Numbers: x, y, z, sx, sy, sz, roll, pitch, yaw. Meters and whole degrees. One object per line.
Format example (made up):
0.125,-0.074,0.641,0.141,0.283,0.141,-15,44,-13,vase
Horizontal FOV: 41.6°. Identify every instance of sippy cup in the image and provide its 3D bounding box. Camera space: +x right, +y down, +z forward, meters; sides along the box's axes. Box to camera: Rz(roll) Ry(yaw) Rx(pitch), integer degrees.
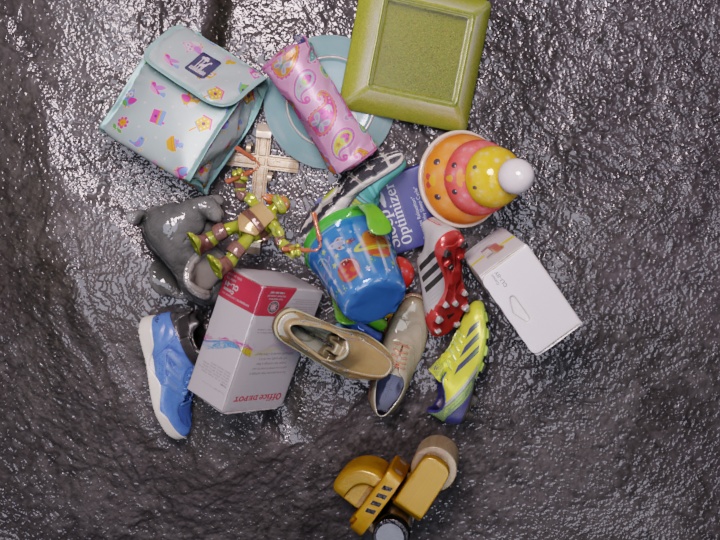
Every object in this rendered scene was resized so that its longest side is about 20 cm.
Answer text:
0.000,0.000,1.360,0.139,0.131,0.178,-27,142,4,sippy cup

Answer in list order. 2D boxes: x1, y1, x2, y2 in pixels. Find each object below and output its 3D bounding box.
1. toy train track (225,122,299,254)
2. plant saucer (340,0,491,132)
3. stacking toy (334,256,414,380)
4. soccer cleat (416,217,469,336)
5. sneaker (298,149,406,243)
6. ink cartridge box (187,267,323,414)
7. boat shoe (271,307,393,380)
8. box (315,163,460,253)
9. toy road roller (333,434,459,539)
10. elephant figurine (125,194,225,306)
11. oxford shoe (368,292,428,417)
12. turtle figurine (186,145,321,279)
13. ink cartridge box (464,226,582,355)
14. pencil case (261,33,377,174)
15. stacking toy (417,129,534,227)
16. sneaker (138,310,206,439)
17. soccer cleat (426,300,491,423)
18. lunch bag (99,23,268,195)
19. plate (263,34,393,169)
-0.156,-0.123,1.445,0.114,0.033,0.201,6,99,-1,toy train track
0.085,-0.320,1.391,0.199,0.048,0.200,10,95,-8,plant saucer
0.017,0.067,1.460,0.085,0.085,0.200,34,94,-6,stacking toy
0.120,0.011,1.436,0.068,0.085,0.201,-20,132,-22,soccer cleat
-0.004,-0.100,1.412,0.080,0.078,0.200,40,105,-25,sneaker
-0.157,0.103,1.422,0.085,0.147,0.201,28,101,32,ink cartridge box
-0.032,0.116,1.374,0.199,0.076,0.072,21,88,-24,boat shoe
0.041,-0.084,1.457,0.199,0.032,0.122,-19,99,4,box
0.050,0.329,1.484,0.146,0.123,0.200,36,98,5,toy road roller
-0.243,-0.005,1.410,0.155,0.142,0.201,-12,96,-4,elephant figurine
0.064,0.135,1.471,0.071,0.074,0.201,14,99,-1,oxford shoe
-0.163,-0.070,1.348,0.161,0.064,0.200,-35,78,-17,turtle figurine
0.233,0.026,1.391,0.083,0.200,0.145,-36,98,5,ink cartridge box
-0.057,-0.237,1.368,0.087,0.087,0.200,-32,98,5,pencil case
0.183,-0.136,1.351,0.146,0.200,0.147,0,91,-22,stacking toy
-0.267,0.160,1.471,0.111,0.077,0.201,-11,93,11,sneaker
0.152,0.143,1.479,0.083,0.065,0.201,11,100,0,soccer cleat
-0.249,-0.240,1.376,0.170,0.122,0.200,32,89,11,lunch bag
-0.045,-0.252,1.422,0.199,0.026,0.201,-1,97,-5,plate
